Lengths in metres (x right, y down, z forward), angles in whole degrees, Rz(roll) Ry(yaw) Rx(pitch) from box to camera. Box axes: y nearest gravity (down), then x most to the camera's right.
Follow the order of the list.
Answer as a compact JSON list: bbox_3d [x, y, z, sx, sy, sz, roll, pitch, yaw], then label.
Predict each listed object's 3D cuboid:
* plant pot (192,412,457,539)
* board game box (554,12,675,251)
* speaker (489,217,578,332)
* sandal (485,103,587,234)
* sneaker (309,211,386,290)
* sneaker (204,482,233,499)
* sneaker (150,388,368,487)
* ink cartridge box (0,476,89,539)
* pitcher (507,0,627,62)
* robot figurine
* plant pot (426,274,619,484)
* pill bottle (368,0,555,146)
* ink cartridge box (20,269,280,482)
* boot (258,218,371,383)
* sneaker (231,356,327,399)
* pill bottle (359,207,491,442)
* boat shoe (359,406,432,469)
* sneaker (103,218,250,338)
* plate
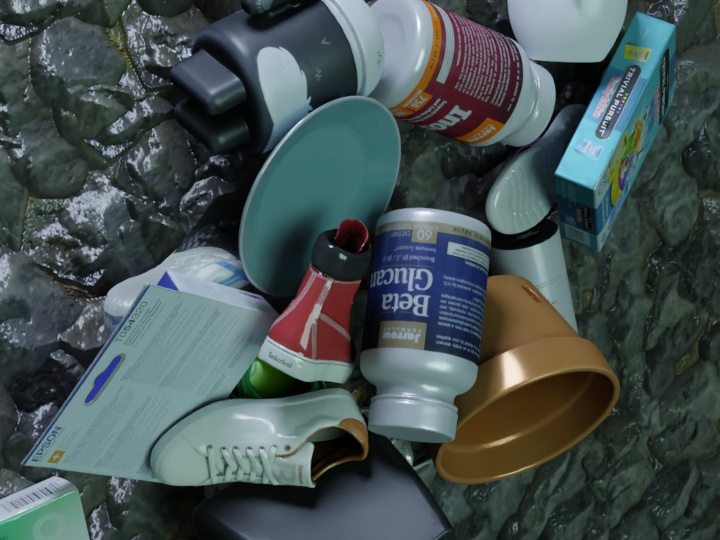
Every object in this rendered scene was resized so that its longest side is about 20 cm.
[{"bbox_3d":[-0.008,0.282,1.555,0.199,0.177,0.201,-31,128,-28],"label":"plant pot"},{"bbox_3d":[0.267,-0.142,1.756,0.201,0.047,0.151,-62,161,-16],"label":"board game box"},{"bbox_3d":[0.188,0.047,1.793,0.081,0.081,0.202,-28,118,-28],"label":"speaker"},{"bbox_3d":[0.180,-0.104,1.769,0.202,0.049,0.083,-42,128,-38],"label":"sandal"},{"bbox_3d":[-0.001,-0.001,1.647,0.108,0.067,0.202,-49,122,-15],"label":"sneaker"},{"bbox_3d":[-0.082,0.234,1.651,0.099,0.078,0.201,-48,135,-25],"label":"sneaker"},{"bbox_3d":[-0.087,0.161,1.512,0.198,0.085,0.073,-14,125,-11],"label":"sneaker"},{"bbox_3d":[-0.311,0.304,1.505,0.160,0.050,0.202,-22,113,-31],"label":"ink cartridge box"},{"bbox_3d":[0.209,-0.307,1.662,0.120,0.172,0.202,1,102,0],"label":"pitcher"},{"bbox_3d":[-0.073,-0.182,1.509,0.199,0.150,0.125,-30,88,-27],"label":"robot figurine"},{"bbox_3d":[0.139,0.101,1.680,0.198,0.141,0.201,-19,149,-12],"label":"plant pot"},{"bbox_3d":[0.093,-0.187,1.637,0.199,0.113,0.114,16,93,-38],"label":"pill bottle"},{"bbox_3d":[-0.186,0.093,1.476,0.197,0.043,0.199,-53,147,11],"label":"ink cartridge box"},{"bbox_3d":[-0.020,0.025,1.546,0.145,0.072,0.200,-65,170,3],"label":"boot"},{"bbox_3d":[-0.060,0.132,1.611,0.200,0.083,0.074,39,76,-27],"label":"sneaker"},{"bbox_3d":[0.058,0.053,1.562,0.110,0.111,0.202,18,72,-39],"label":"pill bottle"},{"bbox_3d":[0.029,0.177,1.713,0.199,0.069,0.072,-15,114,-32],"label":"boat shoe"},{"bbox_3d":[-0.148,0.014,1.541,0.199,0.072,0.073,-30,136,-28],"label":"sneaker"},{"bbox_3d":[-0.041,-0.070,1.520,0.200,0.026,0.201,-34,142,-31],"label":"plate"}]
